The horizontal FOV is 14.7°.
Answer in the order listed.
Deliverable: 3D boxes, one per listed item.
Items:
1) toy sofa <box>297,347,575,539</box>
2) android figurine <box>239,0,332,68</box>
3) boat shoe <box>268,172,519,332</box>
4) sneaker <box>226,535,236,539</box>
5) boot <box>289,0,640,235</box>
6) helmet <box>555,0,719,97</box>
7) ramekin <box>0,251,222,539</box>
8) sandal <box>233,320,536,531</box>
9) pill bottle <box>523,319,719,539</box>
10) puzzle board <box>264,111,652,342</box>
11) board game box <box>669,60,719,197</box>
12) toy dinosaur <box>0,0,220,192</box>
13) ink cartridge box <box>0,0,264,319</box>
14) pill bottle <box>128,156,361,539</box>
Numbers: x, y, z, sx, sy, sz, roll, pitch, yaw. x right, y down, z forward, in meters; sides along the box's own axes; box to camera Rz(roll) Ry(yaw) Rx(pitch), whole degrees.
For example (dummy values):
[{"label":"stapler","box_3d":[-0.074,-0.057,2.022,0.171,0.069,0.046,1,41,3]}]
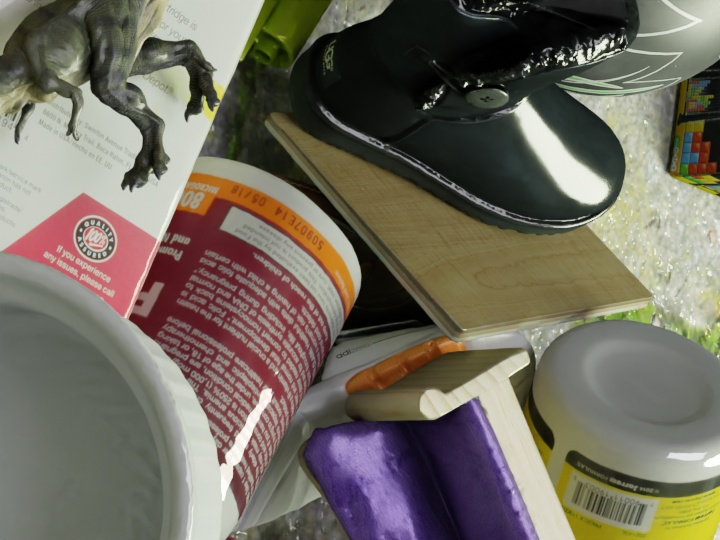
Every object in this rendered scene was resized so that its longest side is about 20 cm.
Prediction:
[{"label":"toy sofa","box_3d":[0.059,0.143,1.314,0.097,0.083,0.201,-27,99,-25]},{"label":"android figurine","box_3d":[-0.071,-0.187,1.353,0.182,0.041,0.201,52,55,-33]},{"label":"boat shoe","box_3d":[0.001,0.000,1.416,0.199,0.072,0.068,29,34,-36]},{"label":"sneaker","box_3d":[-0.101,0.206,1.282,0.081,0.074,0.201,55,51,-32]},{"label":"boot","box_3d":[0.085,-0.089,1.344,0.199,0.168,0.077,19,65,-27]},{"label":"helmet","box_3d":[0.118,-0.189,1.447,0.199,0.199,0.192,21,79,-46]},{"label":"ramekin","box_3d":[-0.152,0.095,1.136,0.098,0.199,0.202,19,73,-77]},{"label":"sandal","box_3d":[-0.010,0.065,1.381,0.205,0.059,0.080,-18,129,-19]},{"label":"pill bottle","box_3d":[0.122,0.135,1.424,0.112,0.112,0.201,-28,143,-45]},{"label":"puzzle board","box_3d":[0.052,-0.026,1.419,0.151,0.017,0.199,48,27,20]},{"label":"board game box","box_3d":[0.278,-0.114,1.731,0.199,0.056,0.167,18,77,-47]},{"label":"toy dinosaur","box_3d":[-0.099,-0.090,1.165,0.200,0.047,0.088,-45,111,-31]},{"label":"ink cartridge box","box_3d":[-0.137,-0.097,1.215,0.145,0.083,0.201,33,73,-34]},{"label":"pill bottle","box_3d":[-0.089,0.057,1.269,0.114,0.114,0.201,51,53,-34]}]
